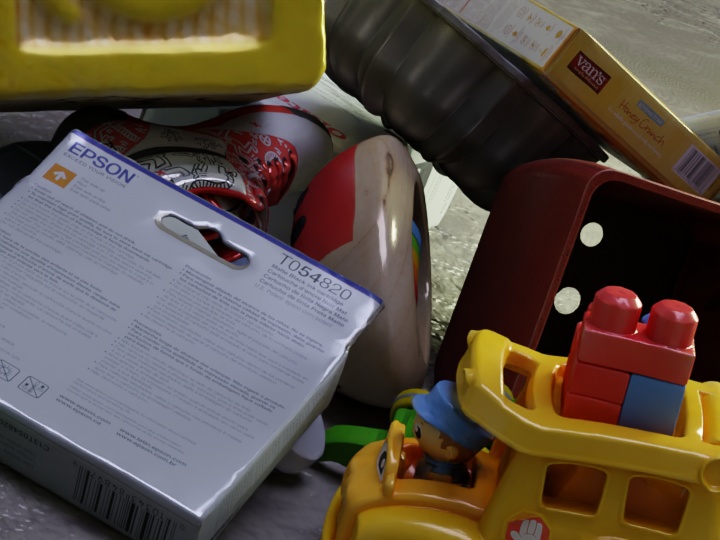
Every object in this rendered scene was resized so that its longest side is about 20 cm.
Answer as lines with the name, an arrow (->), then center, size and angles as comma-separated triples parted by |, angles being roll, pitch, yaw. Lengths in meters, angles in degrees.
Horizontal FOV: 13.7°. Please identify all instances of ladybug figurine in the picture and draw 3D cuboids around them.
ladybug figurine -> 0.000, 0.000, 1.695 | 0.072, 0.136, 0.200 | -5, 29, 6

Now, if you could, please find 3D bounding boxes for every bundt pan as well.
bundt pan -> 0.050, -0.104, 1.793 | 0.202, 0.076, 0.202 | 40, 3, -2

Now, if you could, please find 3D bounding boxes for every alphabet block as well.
alphabet block -> -0.133, -0.191, 1.693 | 0.195, 0.197, 0.200 | -4, 2, -14

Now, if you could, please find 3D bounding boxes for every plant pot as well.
plant pot -> 0.147, 0.040, 1.678 | 0.200, 0.200, 0.176 | 16, 9, -24

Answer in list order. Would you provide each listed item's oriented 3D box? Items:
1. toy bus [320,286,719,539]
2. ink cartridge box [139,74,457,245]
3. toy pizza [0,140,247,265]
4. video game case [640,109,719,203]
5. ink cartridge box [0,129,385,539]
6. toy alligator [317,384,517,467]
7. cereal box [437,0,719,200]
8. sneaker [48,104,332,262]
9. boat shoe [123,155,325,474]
toy bus -> 0.088, 0.091, 1.432 | 0.199, 0.192, 0.136 | 10, 22, 1
ink cartridge box -> -0.034, -0.084, 1.916 | 0.145, 0.084, 0.200 | 32, 21, 20
toy pizza -> -0.129, -0.015, 1.707 | 0.200, 0.032, 0.200 | 22, 19, -8
video game case -> 0.230, -0.007, 1.803 | 0.022, 0.183, 0.200 | -15, 2, -18
ink cartridge box -> -0.117, 0.035, 1.487 | 0.199, 0.041, 0.200 | 29, 42, 12
toy alligator -> 0.071, 0.092, 1.541 | 0.200, 0.054, 0.059 | -11, 36, 28
cereal box -> 0.128, -0.115, 1.803 | 0.144, 0.040, 0.200 | 39, 1, -26
sneaker -> -0.072, -0.044, 1.704 | 0.201, 0.067, 0.108 | 1, 31, -44
boat shoe -> -0.096, 0.033, 1.572 | 0.200, 0.066, 0.072 | 52, 22, 10
